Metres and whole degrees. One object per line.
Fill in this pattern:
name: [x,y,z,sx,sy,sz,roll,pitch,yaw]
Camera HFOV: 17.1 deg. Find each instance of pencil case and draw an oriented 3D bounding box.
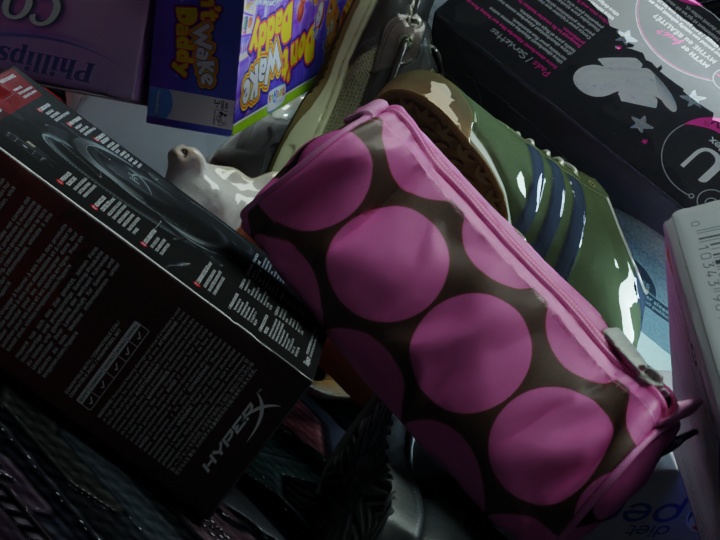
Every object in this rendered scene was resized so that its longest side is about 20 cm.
pencil case: [0.043,0.018,0.980,0.200,0.094,0.091,46,35,12]

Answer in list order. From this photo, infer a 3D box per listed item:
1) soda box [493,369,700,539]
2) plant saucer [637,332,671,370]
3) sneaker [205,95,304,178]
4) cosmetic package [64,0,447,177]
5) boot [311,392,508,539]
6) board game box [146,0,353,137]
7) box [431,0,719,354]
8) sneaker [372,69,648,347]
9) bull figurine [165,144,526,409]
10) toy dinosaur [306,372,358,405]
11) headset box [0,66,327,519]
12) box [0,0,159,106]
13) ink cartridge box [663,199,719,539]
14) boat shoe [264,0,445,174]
soda box: [0.134,0.092,1.171,0.200,0.063,0.068,3,45,-22]
plant saucer: [0.159,0.056,1.342,0.201,0.039,0.201,36,10,-7]
sneaker: [-0.046,-0.038,1.283,0.075,0.100,0.200,42,14,-24]
cosmetic package: [-0.042,-0.132,1.449,0.199,0.200,0.123,34,11,-18]
boot: [0.078,0.142,1.015,0.200,0.066,0.165,32,20,-12]
board game box: [-0.045,-0.154,1.188,0.045,0.135,0.200,11,18,14]
box: [0.139,-0.074,1.303,0.200,0.115,0.132,41,-27,19]
sneaker: [0.080,-0.029,1.203,0.200,0.067,0.090,55,44,-18]
bull figurine: [0.000,0.000,1.109,0.200,0.121,0.065,45,-8,7]
toy dinosaur: [0.002,0.052,1.214,0.106,0.060,0.200,31,19,-1]
headset box: [-0.113,-0.002,0.984,0.200,0.077,0.149,36,10,-5]
box: [-0.154,-0.143,1.226,0.176,0.097,0.200,12,5,15]
ink cartridge box: [0.170,0.105,1.003,0.200,0.043,0.198,77,0,-58]
boat shoe: [0.012,-0.090,1.222,0.066,0.201,0.072,24,-19,7]
